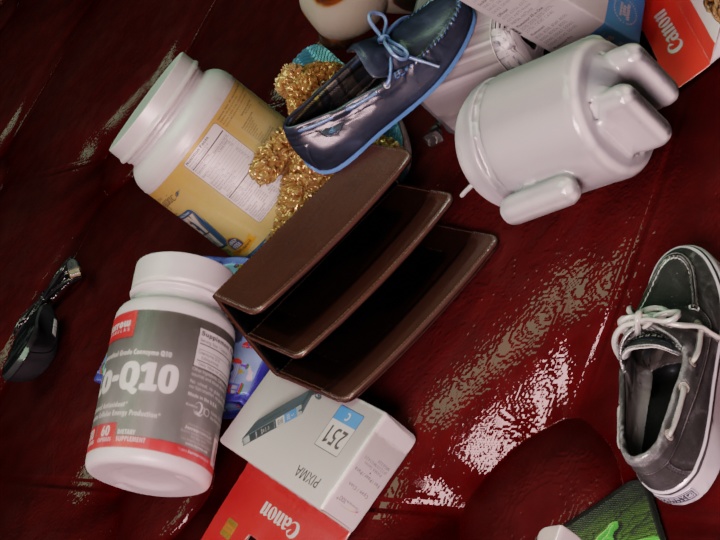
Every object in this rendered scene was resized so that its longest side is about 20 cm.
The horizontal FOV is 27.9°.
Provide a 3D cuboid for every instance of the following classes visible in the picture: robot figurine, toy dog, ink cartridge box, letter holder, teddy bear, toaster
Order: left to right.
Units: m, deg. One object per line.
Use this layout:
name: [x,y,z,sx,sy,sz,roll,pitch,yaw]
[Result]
ink cartridge box: [-0.062,0.177,1.216,0.177,0.045,0.200,-56,29,-9]
teddy bear: [-0.034,-0.100,1.360,0.067,0.144,0.202,74,-144,-86]
letter holder: [0.000,0.000,1.227,0.200,0.101,0.142,-46,29,-17]
toy dog: [0.031,-0.301,1.484,0.199,0.140,0.195,-21,70,-10]
toaster: [0.120,-0.215,1.326,0.129,0.113,0.201,-16,47,42]
ink cartridge box: [0.148,-0.267,1.231,0.067,0.199,0.117,-32,39,54]
robot figurine: [0.156,-0.114,1.163,0.199,0.113,0.171,-16,43,45]
ink cartridge box: [0.283,-0.244,1.196,0.199,0.050,0.163,-36,32,20]

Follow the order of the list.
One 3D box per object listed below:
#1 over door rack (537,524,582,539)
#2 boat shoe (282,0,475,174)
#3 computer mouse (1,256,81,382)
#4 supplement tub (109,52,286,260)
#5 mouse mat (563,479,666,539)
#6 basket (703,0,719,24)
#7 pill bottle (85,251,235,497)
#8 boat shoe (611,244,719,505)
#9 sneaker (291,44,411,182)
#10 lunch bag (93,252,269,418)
over door rack: [0.076,0.250,0.891,0.200,0.066,0.149,-40,25,62]
boat shoe: [0.017,-0.169,1.255,0.200,0.069,0.084,-48,38,0]
computer mouse: [-0.380,0.063,1.785,0.141,0.046,0.200,-51,18,9]
supplement tub: [-0.135,-0.108,1.448,0.145,0.199,0.145,-49,14,17]
mouse mat: [0.121,0.239,0.931,0.200,0.008,0.162,-37,32,22]
basket: [0.349,-0.210,0.970,0.200,0.143,0.149,-47,29,9]
pill bottle: [-0.175,0.093,1.308,0.113,0.113,0.202,-18,56,44]
boat shoe: [0.201,0.054,0.961,0.073,0.068,0.200,-20,42,42]
sneaker: [0.002,-0.151,1.464,0.076,0.081,0.200,-43,50,10]
lunch bag: [-0.139,0.068,1.422,0.199,0.094,0.151,-1,57,37]
